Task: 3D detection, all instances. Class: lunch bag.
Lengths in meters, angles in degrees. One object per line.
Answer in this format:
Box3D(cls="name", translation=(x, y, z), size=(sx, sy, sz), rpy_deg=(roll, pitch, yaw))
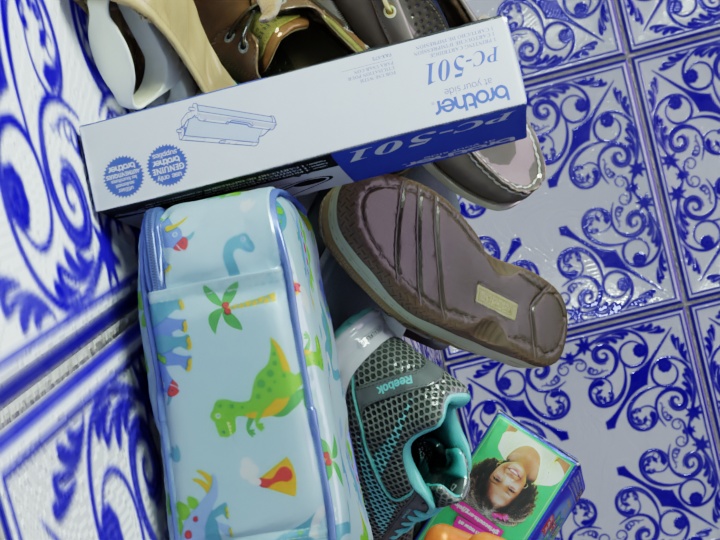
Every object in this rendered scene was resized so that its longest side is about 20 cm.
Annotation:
Box3D(cls="lunch bag", translation=(-0.046, 0.068, 0.700), size=(0.161, 0.082, 0.202), rpy_deg=(30, 50, -82))

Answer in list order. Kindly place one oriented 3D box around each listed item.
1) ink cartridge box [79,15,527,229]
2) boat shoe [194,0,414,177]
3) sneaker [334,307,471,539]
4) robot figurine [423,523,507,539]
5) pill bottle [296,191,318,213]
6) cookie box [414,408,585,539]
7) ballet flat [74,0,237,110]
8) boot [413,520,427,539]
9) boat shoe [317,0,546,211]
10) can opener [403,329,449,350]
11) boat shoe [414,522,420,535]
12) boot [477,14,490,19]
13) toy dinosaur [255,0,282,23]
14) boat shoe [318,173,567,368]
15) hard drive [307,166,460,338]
Box3D(cls="ink cartridge box", translation=(-0.022, -0.065, 0.698), size=(0.094, 0.198, 0.045), rpy_deg=(30, 46, -82))
Box3D(cls="boat shoe", translation=(-0.044, -0.126, 0.801), size=(0.199, 0.072, 0.068), rpy_deg=(32, -6, 4))
Box3D(cls="sneaker", translation=(0.021, 0.121, 0.850), size=(0.078, 0.091, 0.201), rpy_deg=(-40, 143, -35))
Box3D(cls="robot figurine", translation=(0.055, 0.265, 0.925), size=(0.117, 0.143, 0.202), rpy_deg=(62, 43, -71))
Box3D(cls="pill bottle", translation=(-0.054, -0.132, 0.906), size=(0.120, 0.119, 0.202), rpy_deg=(-55, 142, -82))
Box3D(cls="cookie box", translation=(0.085, 0.218, 1.107), size=(0.075, 0.201, 0.171), rpy_deg=(31, -7, 16))
Box3D(cls="ballet flat", translation=(-0.102, -0.095, 0.763), size=(0.063, 0.068, 0.201), rpy_deg=(-61, 147, -29))
Box3D(cls="boot", translation=(0.011, 0.134, 1.167), size=(0.182, 0.072, 0.200), rpy_deg=(53, -13, 22))
Box3D(cls="boat shoe", translation=(0.048, -0.118, 0.847), size=(0.200, 0.059, 0.072), rpy_deg=(53, 56, -17))
Box3D(cls="can opener", translation=(0.032, 0.014, 1.038), size=(0.067, 0.052, 0.200), rpy_deg=(60, -8, -15))
Box3D(cls="boat shoe", translation=(0.000, 0.153, 1.020), size=(0.060, 0.075, 0.200), rpy_deg=(50, -18, 21))
Box3D(cls="boot", translation=(0.056, -0.110, 1.051), size=(0.070, 0.146, 0.200), rpy_deg=(27, -19, 49))
Box3D(cls="toy dinosaur", translation=(-0.072, -0.172, 0.772), size=(0.200, 0.106, 0.061), rpy_deg=(41, -38, 31))
Box3D(cls="boat shoe", translation=(0.035, 0.009, 0.845), size=(0.200, 0.076, 0.072), rpy_deg=(36, 61, -40))
Box3D(cls="hard drive", translation=(0.000, 0.000, 0.891), size=(0.201, 0.033, 0.140), rpy_deg=(-64, 153, -27))
